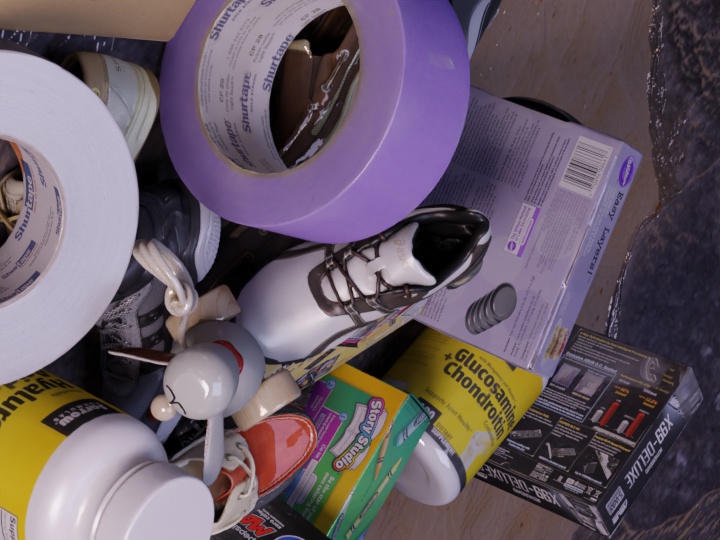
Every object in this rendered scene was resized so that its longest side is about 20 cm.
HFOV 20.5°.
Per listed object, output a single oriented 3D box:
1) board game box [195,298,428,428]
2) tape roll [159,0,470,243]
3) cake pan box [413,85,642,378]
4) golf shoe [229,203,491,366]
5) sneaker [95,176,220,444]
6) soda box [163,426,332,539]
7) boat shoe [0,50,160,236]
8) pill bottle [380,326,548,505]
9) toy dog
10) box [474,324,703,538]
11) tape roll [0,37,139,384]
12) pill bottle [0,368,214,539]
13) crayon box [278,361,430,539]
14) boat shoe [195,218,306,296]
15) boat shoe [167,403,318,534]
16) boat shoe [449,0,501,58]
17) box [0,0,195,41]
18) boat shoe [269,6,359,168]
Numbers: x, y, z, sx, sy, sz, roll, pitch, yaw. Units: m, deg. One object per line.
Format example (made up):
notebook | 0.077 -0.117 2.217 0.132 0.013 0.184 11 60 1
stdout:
board game box | -0.031 0.043 1.461 0.199 0.035 0.136 -32 165 -19
tape roll | -0.032 -0.122 1.320 0.085 0.199 0.202 13 98 -56
cake pan box | 0.105 -0.041 1.569 0.052 0.183 0.202 20 92 -60
golf shoe | 0.000 0.000 1.358 0.199 0.078 0.094 -26 175 -17
sneaker | -0.166 0.032 1.340 0.113 0.075 0.202 3 104 -50
soda box | -0.080 0.203 1.432 0.071 0.199 0.064 -29 144 -42
boat shoe | -0.197 -0.045 1.262 0.066 0.074 0.202 22 89 -43
pill bottle | 0.090 0.093 1.685 0.200 0.111 0.113 -48 141 -27
toy dog | -0.110 0.071 1.257 0.096 0.132 0.200 -36 159 6
box | 0.173 0.125 1.741 0.158 0.199 0.050 -52 139 -22
tape roll | -0.231 -0.035 1.158 0.199 0.066 0.202 -11 112 -29
pill bottle | -0.189 0.129 1.245 0.111 0.199 0.112 -31 132 -42
crayon box | -0.048 0.165 1.527 0.201 0.118 0.058 -59 150 -12
boat shoe | -0.060 -0.016 1.453 0.201 0.073 0.075 -53 143 -21
boat shoe | -0.107 0.147 1.371 0.199 0.062 0.072 -24 96 -28
boat shoe | 0.087 -0.228 1.501 0.068 0.073 0.200 -53 164 -29
box | -0.136 -0.214 1.211 0.164 0.021 0.199 -55 160 20
boat shoe | -0.035 -0.139 1.438 0.075 0.074 0.203 45 71 -29
